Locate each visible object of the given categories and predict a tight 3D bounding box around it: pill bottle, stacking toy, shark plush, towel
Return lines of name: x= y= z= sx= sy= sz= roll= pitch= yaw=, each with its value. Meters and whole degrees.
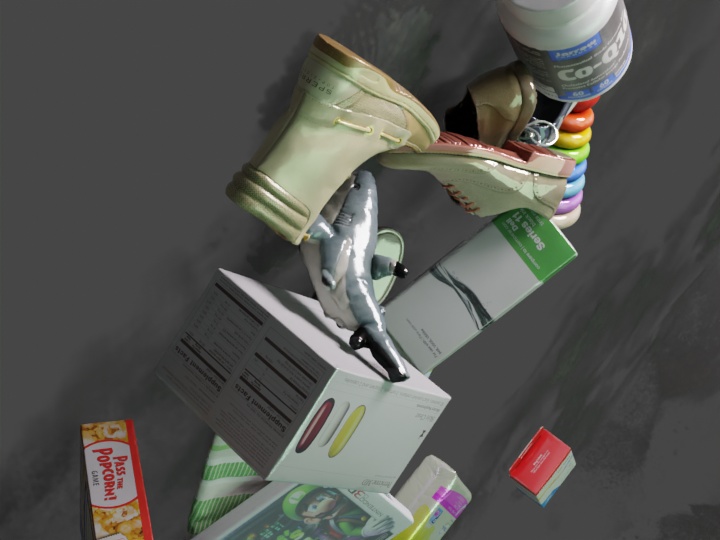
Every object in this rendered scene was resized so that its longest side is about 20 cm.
pill bottle: x=0.189 y=-0.243 z=1.209 sx=0.114 sy=0.114 sz=0.200 roll=-54 pitch=158 yaw=-1
stacking toy: x=0.233 y=-0.150 z=1.502 sx=0.085 sy=0.085 sz=0.200 roll=-34 pitch=143 yaw=-41
shark plush: x=0.000 y=0.000 z=1.104 sx=0.083 sy=0.200 sz=0.091 roll=-18 pitch=139 yaw=-5
towel: x=-0.094 y=0.216 z=1.333 sx=0.152 sy=0.023 sz=0.200 roll=1 pitch=130 yaw=-27

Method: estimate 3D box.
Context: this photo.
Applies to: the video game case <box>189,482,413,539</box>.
video game case: x=-0.065 y=0.283 z=1.376 sx=0.200 sy=0.023 sz=0.182 roll=-36 pitch=135 yaw=7

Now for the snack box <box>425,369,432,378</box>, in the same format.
snack box: x=-0.004 y=0.144 z=1.438 sx=0.200 sy=0.068 sz=0.169 roll=-27 pitch=148 yaw=-51

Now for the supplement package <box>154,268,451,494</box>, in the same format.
supplement package: x=-0.047 y=0.101 z=1.128 sx=0.111 sy=0.156 sz=0.200 roll=-57 pitch=147 yaw=8

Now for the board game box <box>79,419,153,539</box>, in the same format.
board game box: x=-0.194 y=0.246 z=1.041 sx=0.046 sy=0.200 sz=0.152 roll=-5 pitch=138 yaw=-16

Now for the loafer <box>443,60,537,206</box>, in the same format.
loafer: x=0.113 y=-0.133 z=1.281 sx=0.067 sy=0.076 sz=0.200 roll=-6 pitch=146 yaw=-17

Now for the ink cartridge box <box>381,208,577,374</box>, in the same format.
ink cartridge box: x=0.118 y=0.012 z=1.330 sx=0.200 sy=0.083 sz=0.147 roll=-39 pitch=178 yaw=6

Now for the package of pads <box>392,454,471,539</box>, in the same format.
package of pads: x=0.080 y=0.388 z=1.973 sx=0.200 sy=0.068 sz=0.155 roll=-51 pitch=157 yaw=-8

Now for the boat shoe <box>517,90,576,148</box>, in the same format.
boat shoe: x=0.180 y=-0.155 z=1.372 sx=0.200 sy=0.075 sz=0.062 roll=-52 pitch=160 yaw=-10

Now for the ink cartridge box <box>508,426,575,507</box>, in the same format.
ink cartridge box: x=0.358 y=0.387 z=2.537 sx=0.116 sy=0.067 sz=0.200 roll=-52 pitch=158 yaw=-7

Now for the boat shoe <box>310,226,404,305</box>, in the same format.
boat shoe: x=-0.027 y=0.039 z=1.276 sx=0.067 sy=0.057 sz=0.200 roll=23 pitch=100 yaw=-31

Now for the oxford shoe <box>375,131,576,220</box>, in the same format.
oxford shoe: x=0.104 y=-0.085 z=1.197 sx=0.071 sy=0.200 sz=0.074 roll=-127 pitch=-133 yaw=-68

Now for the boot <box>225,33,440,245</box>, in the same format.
boot: x=-0.020 y=-0.092 z=1.055 sx=0.156 sy=0.073 sz=0.200 roll=-57 pitch=157 yaw=5
